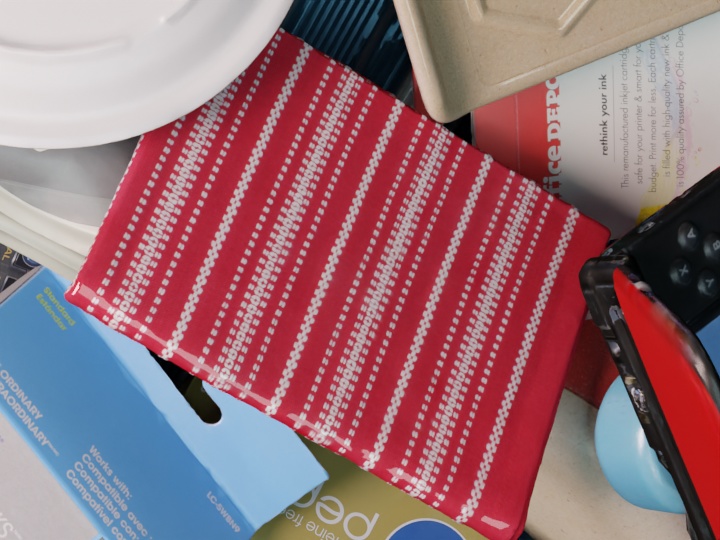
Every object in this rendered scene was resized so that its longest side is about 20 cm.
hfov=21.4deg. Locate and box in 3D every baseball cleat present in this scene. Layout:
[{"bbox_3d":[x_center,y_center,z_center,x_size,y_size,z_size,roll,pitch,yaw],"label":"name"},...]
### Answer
[{"bbox_3d":[-0.121,-0.052,0.732,0.199,0.070,0.107,34,59,-14],"label":"baseball cleat"}]

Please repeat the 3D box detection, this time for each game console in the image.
[{"bbox_3d":[0.171,0.071,0.693,0.172,0.118,0.202,-33,107,-30],"label":"game console"}]

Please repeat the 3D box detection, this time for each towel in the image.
[{"bbox_3d":[0.000,0.000,0.727,0.199,0.022,0.146,30,61,-16],"label":"towel"}]

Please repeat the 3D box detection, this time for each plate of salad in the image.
[{"bbox_3d":[-0.114,-0.141,0.695,0.198,0.048,0.203,2,80,-9],"label":"plate of salad"}]

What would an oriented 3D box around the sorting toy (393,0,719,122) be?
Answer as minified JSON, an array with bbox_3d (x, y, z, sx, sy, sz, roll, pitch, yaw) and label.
[{"bbox_3d":[0.087,-0.176,0.736,0.198,0.036,0.187,-24,116,-12],"label":"sorting toy"}]

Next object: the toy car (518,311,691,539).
[{"bbox_3d":[0.149,0.046,0.861,0.177,0.184,0.201,49,65,-23],"label":"toy car"}]

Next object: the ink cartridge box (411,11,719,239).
[{"bbox_3d":[0.113,-0.079,0.830,0.198,0.067,0.117,-8,112,-10],"label":"ink cartridge box"}]

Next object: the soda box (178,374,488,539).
[{"bbox_3d":[-0.004,0.121,0.843,0.199,0.068,0.064,32,75,-5],"label":"soda box"}]

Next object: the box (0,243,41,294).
[{"bbox_3d":[-0.139,-0.069,0.783,0.156,0.051,0.202,21,104,-20],"label":"box"}]

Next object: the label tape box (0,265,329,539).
[{"bbox_3d":[-0.135,0.094,0.768,0.199,0.063,0.145,-36,99,16],"label":"label tape box"}]
